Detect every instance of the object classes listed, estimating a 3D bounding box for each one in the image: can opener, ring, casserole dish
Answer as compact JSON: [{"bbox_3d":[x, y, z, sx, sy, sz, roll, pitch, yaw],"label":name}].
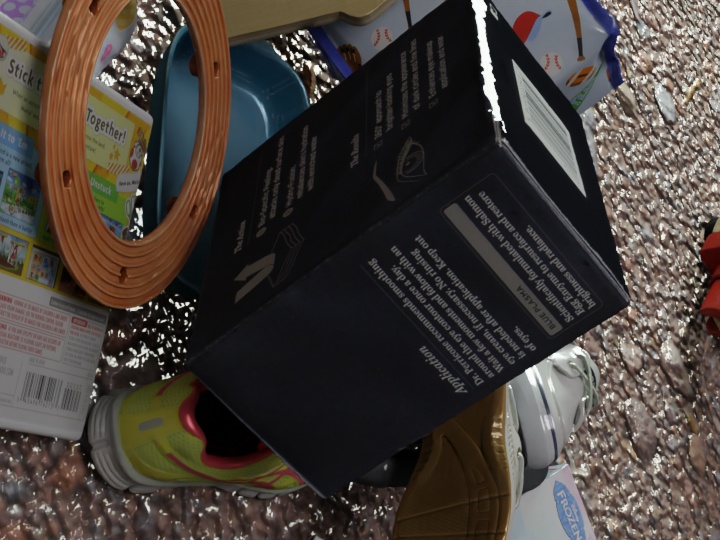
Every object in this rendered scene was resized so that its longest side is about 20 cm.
[{"bbox_3d":[0.066,0.117,0.910,0.199,0.066,0.054,12,86,-61],"label":"can opener"},{"bbox_3d":[-0.118,-0.081,0.737,0.200,0.019,0.204,10,90,-71],"label":"ring"},{"bbox_3d":[-0.085,-0.059,0.872,0.120,0.039,0.203,19,61,-40],"label":"casserole dish"}]

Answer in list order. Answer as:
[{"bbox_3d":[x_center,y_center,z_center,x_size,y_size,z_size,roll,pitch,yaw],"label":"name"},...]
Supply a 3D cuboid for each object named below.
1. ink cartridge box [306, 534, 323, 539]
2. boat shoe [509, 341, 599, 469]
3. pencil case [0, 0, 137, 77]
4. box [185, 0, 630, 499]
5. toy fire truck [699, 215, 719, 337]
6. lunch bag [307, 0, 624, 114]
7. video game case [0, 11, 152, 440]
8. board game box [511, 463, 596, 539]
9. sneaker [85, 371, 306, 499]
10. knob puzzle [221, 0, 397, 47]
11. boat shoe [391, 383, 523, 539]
[{"bbox_3d":[0.017,0.266,0.786,0.199,0.076,0.137,32,53,-9],"label":"ink cartridge box"},{"bbox_3d":[0.129,0.073,0.944,0.200,0.066,0.075,-85,163,-75],"label":"boat shoe"},{"bbox_3d":[-0.191,-0.092,0.738,0.083,0.090,0.201,44,50,-24],"label":"pencil case"},{"bbox_3d":[0.022,-0.021,0.750,0.118,0.199,0.198,46,22,-24],"label":"box"},{"bbox_3d":[0.370,0.060,1.243,0.176,0.128,0.201,48,59,-22],"label":"toy fire truck"},{"bbox_3d":[0.053,-0.172,0.935,0.201,0.169,0.124,57,1,19],"label":"lunch bag"},{"bbox_3d":[-0.170,-0.017,0.677,0.200,0.023,0.185,33,67,-69],"label":"video game case"},{"bbox_3d":[0.109,0.262,0.943,0.198,0.043,0.203,-21,90,-45],"label":"board game box"},{"bbox_3d":[-0.055,0.090,0.808,0.198,0.090,0.079,-4,76,-47],"label":"sneaker"},{"bbox_3d":[-0.020,-0.233,0.902,0.031,0.216,0.223,78,17,-62],"label":"knob puzzle"},{"bbox_3d":[0.067,0.129,0.820,0.070,0.070,0.202,56,38,-51],"label":"boat shoe"}]
